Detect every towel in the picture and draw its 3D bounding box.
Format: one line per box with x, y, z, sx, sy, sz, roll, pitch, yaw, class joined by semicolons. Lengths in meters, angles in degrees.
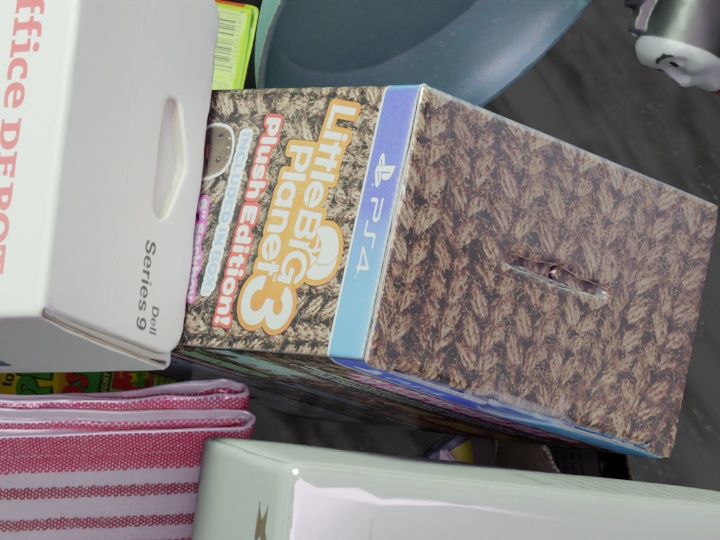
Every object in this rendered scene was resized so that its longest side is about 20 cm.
-0.121;0.123;1.081;0.146;0.030;0.200;0;127;-12;towel

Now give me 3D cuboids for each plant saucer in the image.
0.031;-0.128;1.111;0.200;0.200;0.036;-37;64;-8;plant saucer

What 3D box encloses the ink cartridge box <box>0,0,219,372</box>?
-0.160;-0.040;1.012;0.200;0.087;0.145;-1;76;30;ink cartridge box

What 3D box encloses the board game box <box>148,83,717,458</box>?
0.000;0.000;1.045;0.159;0.200;0.097;19;79;-42;board game box

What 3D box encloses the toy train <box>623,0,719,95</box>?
0.180;-0.158;1.166;0.114;0.085;0.200;20;84;-13;toy train

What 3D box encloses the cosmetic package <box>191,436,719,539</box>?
0.045;0.151;0.970;0.200;0.166;0.167;8;89;-13;cosmetic package

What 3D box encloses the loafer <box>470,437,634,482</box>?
0.080;0.045;1.124;0.075;0.070;0.200;4;64;-40;loafer

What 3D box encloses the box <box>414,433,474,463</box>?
0.048;0.180;1.148;0.137;0.038;0.200;-34;89;-8;box

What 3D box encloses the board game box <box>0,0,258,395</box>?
-0.109;-0.016;1.145;0.102;0.048;0.200;10;83;-5;board game box
